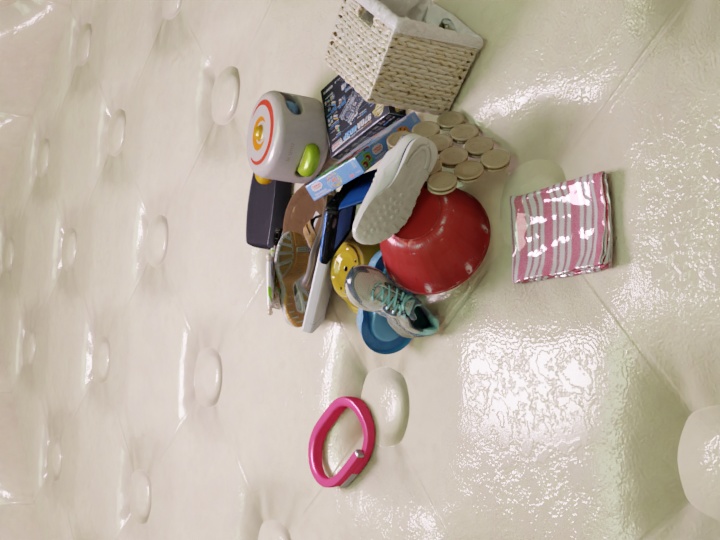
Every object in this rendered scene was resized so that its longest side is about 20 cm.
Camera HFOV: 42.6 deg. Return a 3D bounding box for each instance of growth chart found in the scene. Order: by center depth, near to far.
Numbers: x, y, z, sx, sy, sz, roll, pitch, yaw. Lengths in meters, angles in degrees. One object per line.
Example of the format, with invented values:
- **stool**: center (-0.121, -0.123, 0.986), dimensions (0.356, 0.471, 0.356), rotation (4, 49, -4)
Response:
- **growth chart**: center (-0.180, 0.019, 1.962), dimensions (0.200, 0.018, 0.146), rotation (7, -99, -85)

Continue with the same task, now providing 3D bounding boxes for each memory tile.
- **memory tile**: center (0.145, -0.200, 1.558), dimensions (0.200, 0.152, 0.017), rotation (53, 161, 46)

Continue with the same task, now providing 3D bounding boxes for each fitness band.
- **fitness band**: center (-0.041, 0.339, 1.815), dimensions (0.200, 0.037, 0.144), rotation (-55, 46, 32)

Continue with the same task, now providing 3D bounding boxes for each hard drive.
- **hard drive**: center (-0.072, 0.014, 1.839), dimensions (0.132, 0.026, 0.202), rotation (-44, -33, -77)
- **hard drive**: center (-0.210, -0.149, 2.096), dimensions (0.134, 0.042, 0.202), rotation (10, 94, 53)

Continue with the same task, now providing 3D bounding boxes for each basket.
- **basket**: center (0.069, -0.392, 1.630), dimensions (0.198, 0.199, 0.162), rotation (51, 126, 43)

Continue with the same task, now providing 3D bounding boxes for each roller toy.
- **roller toy**: center (-0.161, -0.281, 1.952), dimensions (0.200, 0.139, 0.184), rotation (-11, 75, 60)

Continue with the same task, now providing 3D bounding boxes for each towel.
- **towel**: center (0.301, -0.063, 1.419), dimensions (0.199, 0.030, 0.148), rotation (-13, 75, 52)

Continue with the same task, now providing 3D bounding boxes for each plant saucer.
- **plant saucer**: center (-0.110, -0.097, 1.969), dimensions (0.199, 0.029, 0.202), rotation (-11, 76, 51)

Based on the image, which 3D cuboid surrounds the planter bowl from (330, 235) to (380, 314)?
- **planter bowl**: center (0.000, 0.000, 1.765), dimensions (0.200, 0.083, 0.202), rotation (-9, 79, 53)

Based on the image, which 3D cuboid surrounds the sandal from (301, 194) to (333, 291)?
- **sandal**: center (-0.093, -0.059, 1.848), dimensions (0.082, 0.054, 0.202), rotation (60, -134, -80)

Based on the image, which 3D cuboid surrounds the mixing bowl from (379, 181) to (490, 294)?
- **mixing bowl**: center (0.108, -0.072, 1.540), dimensions (0.199, 0.108, 0.202), rotation (-10, 64, 21)

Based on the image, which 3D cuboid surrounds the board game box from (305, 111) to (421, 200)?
- **board game box**: center (0.008, -0.211, 1.701), dimensions (0.151, 0.200, 0.037), rotation (-24, 103, 47)

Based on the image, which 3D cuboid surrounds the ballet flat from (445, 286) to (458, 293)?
- **ballet flat**: center (0.131, -0.038, 1.626), dimensions (0.072, 0.071, 0.201), rotation (-45, 50, 40)

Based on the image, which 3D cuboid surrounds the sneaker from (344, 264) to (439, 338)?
- **sneaker**: center (0.061, 0.051, 1.594), dimensions (0.086, 0.199, 0.078), rotation (3, 64, 56)

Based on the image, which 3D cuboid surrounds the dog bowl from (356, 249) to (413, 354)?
- **dog bowl**: center (0.053, 0.049, 1.673), dimensions (0.050, 0.111, 0.202), rotation (-150, 70, -64)

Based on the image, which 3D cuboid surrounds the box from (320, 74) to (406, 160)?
- **box**: center (0.001, -0.333, 1.836), dimensions (0.200, 0.046, 0.160), rotation (-32, 61, 47)

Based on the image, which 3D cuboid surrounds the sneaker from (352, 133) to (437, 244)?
- **sneaker**: center (0.047, -0.132, 1.500), dimensions (0.201, 0.076, 0.080), rotation (-55, 35, -3)

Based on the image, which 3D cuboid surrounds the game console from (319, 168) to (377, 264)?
- **game console**: center (0.012, -0.111, 1.692), dimensions (0.117, 0.200, 0.172), rotation (14, 117, 10)

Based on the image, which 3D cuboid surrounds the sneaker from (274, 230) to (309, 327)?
- **sneaker**: center (-0.148, 0.020, 1.934), dimensions (0.088, 0.075, 0.202), rotation (155, 113, -72)
